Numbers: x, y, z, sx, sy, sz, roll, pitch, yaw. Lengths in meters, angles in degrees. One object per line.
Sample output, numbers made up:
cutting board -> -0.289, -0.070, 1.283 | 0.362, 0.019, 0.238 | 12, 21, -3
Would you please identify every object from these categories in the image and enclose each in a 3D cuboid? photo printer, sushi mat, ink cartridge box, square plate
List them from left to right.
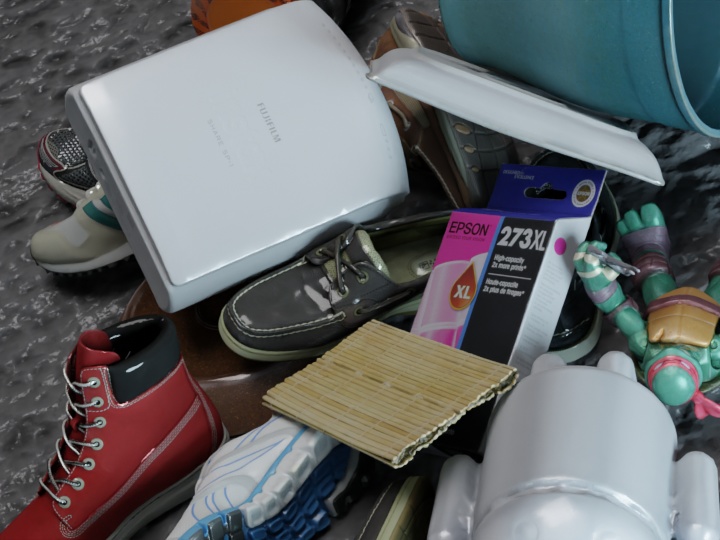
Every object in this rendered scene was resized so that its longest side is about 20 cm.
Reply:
photo printer -> -0.075, -0.082, 1.732 | 0.199, 0.069, 0.167 | -23, 79, -18
sushi mat -> 0.015, 0.073, 1.576 | 0.095, 0.012, 0.200 | -33, 20, -17
ink cartridge box -> 0.082, 0.021, 1.625 | 0.094, 0.037, 0.201 | 6, 71, 48
square plate -> 0.101, -0.108, 1.702 | 0.199, 0.029, 0.198 | 20, 8, -1

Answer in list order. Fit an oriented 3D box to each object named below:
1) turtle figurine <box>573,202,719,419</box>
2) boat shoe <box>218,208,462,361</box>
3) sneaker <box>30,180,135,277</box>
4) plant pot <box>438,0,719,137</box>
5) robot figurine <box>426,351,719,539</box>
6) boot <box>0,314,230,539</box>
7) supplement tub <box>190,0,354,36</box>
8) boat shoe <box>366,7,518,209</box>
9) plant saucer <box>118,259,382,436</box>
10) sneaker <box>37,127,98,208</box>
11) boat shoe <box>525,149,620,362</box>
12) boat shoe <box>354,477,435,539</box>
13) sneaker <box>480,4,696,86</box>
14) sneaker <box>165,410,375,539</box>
turtle figurine -> 0.200, 0.024, 1.597 | 0.149, 0.101, 0.200 | 15, 29, 3
boat shoe -> 0.001, 0.001, 1.702 | 0.200, 0.066, 0.072 | -16, 54, -20
sneaker -> -0.155, -0.060, 1.829 | 0.199, 0.094, 0.070 | -13, 15, 28
plant pot -> 0.159, -0.194, 1.706 | 0.187, 0.201, 0.200 | 7, 46, 29
robot figurine -> 0.123, 0.136, 1.490 | 0.169, 0.113, 0.201 | -5, 41, 17
boot -> -0.184, 0.117, 1.621 | 0.200, 0.145, 0.072 | -39, 45, -16
supplement tub -> -0.051, -0.250, 2.012 | 0.122, 0.123, 0.200 | 2, 44, 25
boat shoe -> 0.054, -0.099, 1.842 | 0.072, 0.076, 0.201 | -44, 42, 24
plant saucer -> -0.083, 0.032, 1.768 | 0.199, 0.035, 0.201 | -13, 38, 10
sneaker -> -0.152, -0.088, 1.905 | 0.199, 0.075, 0.081 | 5, 45, 30
boat shoe -> 0.128, -0.028, 1.718 | 0.074, 0.066, 0.200 | -6, 41, 18
boat shoe -> -0.009, 0.200, 1.497 | 0.066, 0.072, 0.201 | 3, 49, 23
sneaker -> 0.165, -0.160, 1.849 | 0.199, 0.080, 0.076 | 5, 45, 30
sneaker -> -0.079, 0.152, 1.604 | 0.086, 0.075, 0.200 | 11, 39, 42
